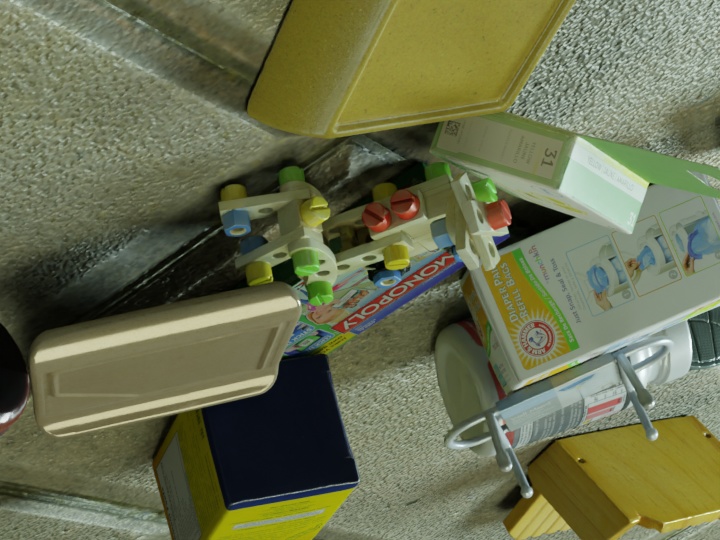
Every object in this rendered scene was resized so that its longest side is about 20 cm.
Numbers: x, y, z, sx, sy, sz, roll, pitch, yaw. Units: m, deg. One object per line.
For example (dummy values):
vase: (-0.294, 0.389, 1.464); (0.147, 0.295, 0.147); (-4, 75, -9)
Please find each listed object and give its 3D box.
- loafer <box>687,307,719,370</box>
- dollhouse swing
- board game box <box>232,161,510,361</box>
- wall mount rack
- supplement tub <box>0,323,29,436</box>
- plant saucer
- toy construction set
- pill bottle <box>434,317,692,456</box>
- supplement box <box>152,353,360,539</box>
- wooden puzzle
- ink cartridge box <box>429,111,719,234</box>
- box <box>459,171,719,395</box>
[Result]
loafer: (0.259, 0.062, 1.820); (0.198, 0.073, 0.063); (-3, 168, -26)
dollhouse swing: (0.281, 0.263, 2.112); (0.199, 0.182, 0.177); (-6, 129, -36)
board game box: (0.000, 0.000, 1.486); (0.199, 0.029, 0.134); (-34, 153, 18)
wall mount rack: (0.162, 0.115, 1.541); (0.199, 0.075, 0.174); (-25, 160, 4)
supplement tub: (-0.313, 0.109, 1.318); (0.106, 0.108, 0.200); (6, 141, -48)
plant saucer: (0.050, -0.149, 1.216); (0.199, 0.049, 0.200); (-12, 152, -28)
toy construction set: (0.015, -0.033, 1.331); (0.198, 0.093, 0.131); (-4, 161, 26)
pill bottle: (0.173, 0.075, 1.687); (0.198, 0.117, 0.116); (-17, 154, -16)
supplement box: (-0.087, 0.160, 1.588); (0.109, 0.110, 0.200); (-8, 158, -21)
wooden puzzle: (-0.140, 0.059, 1.388); (0.183, 0.038, 0.200); (-12, 162, -11)
ink cartridge box: (0.165, -0.059, 1.340); (0.145, 0.199, 0.048); (21, 90, -60)
box: (0.188, 0.011, 1.562); (0.199, 0.102, 0.113); (-23, 173, -6)
